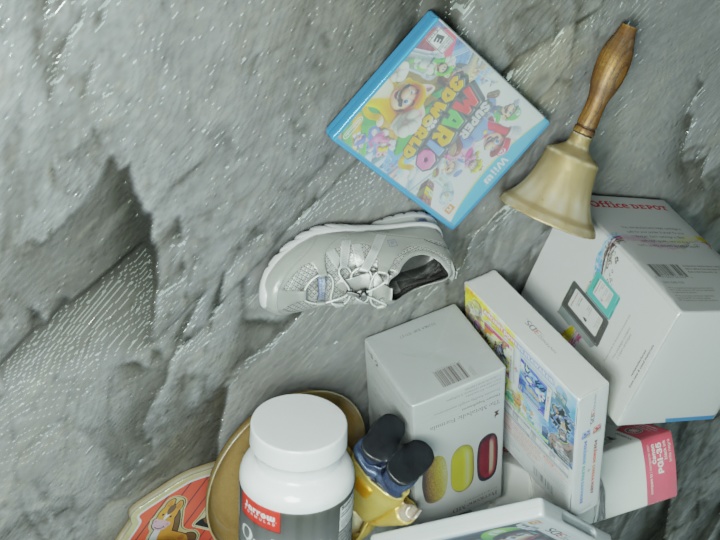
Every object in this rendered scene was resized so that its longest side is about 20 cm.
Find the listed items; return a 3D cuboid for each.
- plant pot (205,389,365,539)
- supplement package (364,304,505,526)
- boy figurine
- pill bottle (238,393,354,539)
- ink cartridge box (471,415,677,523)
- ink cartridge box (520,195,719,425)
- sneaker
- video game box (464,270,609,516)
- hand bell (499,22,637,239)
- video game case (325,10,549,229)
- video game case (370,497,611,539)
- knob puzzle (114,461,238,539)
[{"bbox_3d":[-0.081,0.207,1.454,0.198,0.027,0.202,-22,130,-30],"label":"plant pot"},{"bbox_3d":[0.079,0.158,1.479,0.113,0.110,0.202,-20,134,-17],"label":"supplement package"},{"bbox_3d":[0.006,0.219,1.443,0.064,0.124,0.200,-42,171,-36],"label":"boy figurine"},{"bbox_3d":[-0.064,0.230,1.381,0.115,0.116,0.202,-13,124,-24],"label":"pill bottle"},{"bbox_3d":[0.239,0.230,1.606,0.198,0.146,0.084,-11,101,-25],"label":"ink cartridge box"},{"bbox_3d":[0.292,0.037,1.452,0.145,0.201,0.147,1,126,-33],"label":"ink cartridge box"},{"bbox_3d":[0.000,0.000,1.316,0.198,0.082,0.075,-19,134,-19],"label":"sneaker"},{"bbox_3d":[0.178,0.127,1.455,0.046,0.200,0.184,-25,136,-19],"label":"video game box"},{"bbox_3d":[0.219,-0.143,1.358,0.103,0.104,0.202,12,105,-39],"label":"hand bell"},{"bbox_3d":[0.076,-0.134,1.302,0.143,0.018,0.199,-48,136,9],"label":"video game case"},{"bbox_3d":[0.139,0.287,1.466,0.198,0.024,0.181,-18,150,27],"label":"video game case"},{"bbox_3d":[-0.162,0.277,1.479,0.217,0.031,0.222,-18,132,-20],"label":"knob puzzle"}]
